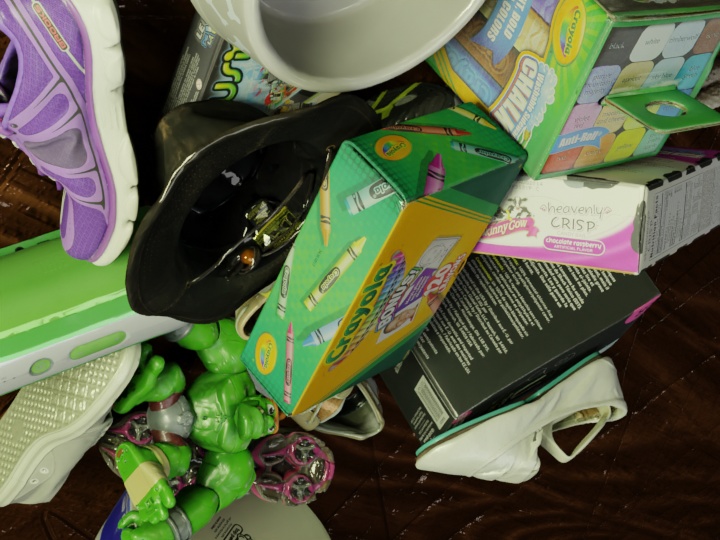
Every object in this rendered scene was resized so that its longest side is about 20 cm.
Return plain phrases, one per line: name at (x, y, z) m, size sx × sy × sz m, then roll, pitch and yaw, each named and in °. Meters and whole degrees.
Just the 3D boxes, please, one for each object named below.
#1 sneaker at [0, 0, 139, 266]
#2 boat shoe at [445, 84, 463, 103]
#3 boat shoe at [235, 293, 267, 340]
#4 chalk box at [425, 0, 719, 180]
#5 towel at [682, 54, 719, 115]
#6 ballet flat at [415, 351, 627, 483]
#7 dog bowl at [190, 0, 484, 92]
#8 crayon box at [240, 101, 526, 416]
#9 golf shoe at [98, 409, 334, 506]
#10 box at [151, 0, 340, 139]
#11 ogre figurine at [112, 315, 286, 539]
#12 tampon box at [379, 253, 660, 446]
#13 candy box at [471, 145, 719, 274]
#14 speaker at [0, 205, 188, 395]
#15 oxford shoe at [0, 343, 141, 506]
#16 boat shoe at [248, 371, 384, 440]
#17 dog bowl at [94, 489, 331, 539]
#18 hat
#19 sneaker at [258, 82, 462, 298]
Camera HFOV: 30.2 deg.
sneaker at (-0.173, -0.086, 0.755) m, size 0.083 × 0.081 × 0.201 m, roll -12°, pitch 134°, yaw -13°
boat shoe at (0.069, -0.065, 1.010) m, size 0.074 × 0.066 × 0.200 m, roll -1°, pitch 135°, yaw -44°
boat shoe at (0.000, 0.000, 0.978) m, size 0.199 × 0.063 × 0.074 m, roll -27°, pitch 112°, yaw 10°
chalk box at (0.143, -0.144, 0.848) m, size 0.124 × 0.200 × 0.124 m, roll -11°, pitch 141°, yaw -35°
towel at (0.248, -0.138, 1.022) m, size 0.132 × 0.035 × 0.199 m, roll -8°, pitch -169°, yaw 46°
ballet flat at (0.136, 0.127, 1.046) m, size 0.199 × 0.069 × 0.070 m, roll -23°, pitch 147°, yaw -30°
dog bowl at (0.003, -0.183, 0.727) m, size 0.199 × 0.059 × 0.201 m, roll -24°, pitch 146°, yaw -18°
crayon box at (0.011, -0.006, 0.851) m, size 0.118 × 0.058 × 0.200 m, roll -23°, pitch 151°, yaw -43°
golf shoe at (-0.126, 0.153, 1.099) m, size 0.199 × 0.092 × 0.073 m, roll 14°, pitch 88°, yaw -28°
box at (-0.047, -0.150, 0.811) m, size 0.110 × 0.035 × 0.201 m, roll -8°, pitch 139°, yaw -38°
ogre figurine at (-0.125, 0.106, 0.988) m, size 0.098 × 0.201 × 0.120 m, roll -17°, pitch 175°, yaw 41°
tampon box at (0.117, 0.038, 1.102) m, size 0.199 × 0.127 × 0.150 m, roll -28°, pitch 166°, yaw -14°
candy box at (0.165, -0.051, 0.937) m, size 0.200 × 0.136 × 0.061 m, roll -19°, pitch 114°, yaw -58°
speaker at (-0.195, 0.022, 0.846) m, size 0.199 × 0.089 × 0.089 m, roll -21°, pitch 146°, yaw -24°
oxford shoe at (-0.207, 0.103, 0.952) m, size 0.058 × 0.075 × 0.200 m, roll 14°, pitch 131°, yaw -39°
boat shoe at (-0.038, 0.091, 1.112) m, size 0.075 × 0.069 × 0.200 m, roll -45°, pitch 148°, yaw 13°
dog bowl at (-0.119, 0.246, 1.111) m, size 0.199 × 0.200 × 0.079 m, roll 2°, pitch 130°, yaw -46°
hat at (-0.077, -0.056, 0.795) m, size 0.200 × 0.081 × 0.201 m, roll -33°, pitch 159°, yaw -15°
sneaker at (-0.008, -0.054, 0.919) m, size 0.200 × 0.076 × 0.076 m, roll -35°, pitch 109°, yaw 15°
